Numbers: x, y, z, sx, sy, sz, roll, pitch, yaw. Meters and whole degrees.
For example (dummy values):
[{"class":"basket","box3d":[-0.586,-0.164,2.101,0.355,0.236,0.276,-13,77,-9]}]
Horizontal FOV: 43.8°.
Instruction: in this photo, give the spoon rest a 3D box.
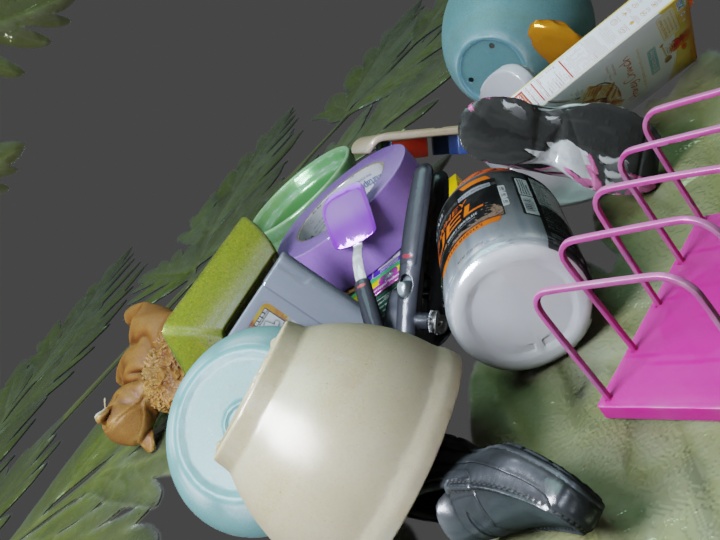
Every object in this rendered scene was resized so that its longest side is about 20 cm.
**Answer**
[{"class":"spoon rest","box3d":[0.186,-0.095,0.926,0.200,0.100,0.061,-37,3,45]}]

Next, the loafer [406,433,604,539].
[{"class":"loafer","box3d":[0.087,0.157,0.608,0.071,0.068,0.200,-57,18,-18]}]

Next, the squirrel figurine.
[{"class":"squirrel figurine","box3d":[-0.280,0.148,1.227,0.199,0.141,0.187,-20,35,51]}]

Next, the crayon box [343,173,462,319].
[{"class":"crayon box","box3d":[0.051,-0.003,1.023,0.199,0.058,0.173,-36,19,18]}]

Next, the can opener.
[{"class":"can opener","box3d":[0.058,-0.007,0.889,0.078,0.063,0.202,6,88,32]}]

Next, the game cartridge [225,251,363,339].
[{"class":"game cartridge","box3d":[-0.080,0.100,0.922,0.201,0.133,0.042,-57,2,-5]}]

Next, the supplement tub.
[{"class":"supplement tub","box3d":[0.130,-0.012,0.793,0.122,0.123,0.200,-35,20,17]}]

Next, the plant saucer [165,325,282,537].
[{"class":"plant saucer","box3d":[-0.104,0.145,0.842,0.198,0.036,0.202,-7,69,18]}]

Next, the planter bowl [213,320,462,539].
[{"class":"planter bowl","box3d":[-0.029,0.122,0.688,0.201,0.134,0.200,-62,4,7]}]

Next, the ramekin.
[{"class":"ramekin","box3d":[-0.064,-0.086,1.357,0.200,0.098,0.200,-37,20,15]}]

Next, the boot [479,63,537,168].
[{"class":"boot","box3d":[0.192,-0.197,1.045,0.096,0.074,0.200,-43,-13,-14]}]

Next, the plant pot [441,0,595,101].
[{"class":"plant pot","box3d":[0.185,-0.285,1.140,0.199,0.200,0.135,-24,23,41]}]

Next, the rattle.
[{"class":"rattle","box3d":[0.297,-0.298,1.070,0.200,0.143,0.130,-51,3,-8]}]

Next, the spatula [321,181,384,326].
[{"class":"spatula","box3d":[0.000,0.000,0.927,0.056,0.021,0.201,-24,57,18]}]

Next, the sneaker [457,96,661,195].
[{"class":"sneaker","box3d":[0.185,-0.125,0.848,0.086,0.198,0.081,-111,36,-81]}]

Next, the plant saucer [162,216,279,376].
[{"class":"plant saucer","box3d":[-0.120,0.074,1.021,0.048,0.201,0.201,0,39,27]}]

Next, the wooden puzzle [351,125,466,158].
[{"class":"wooden puzzle","box3d":[0.095,-0.174,1.213,0.198,0.047,0.185,-11,8,-6]}]

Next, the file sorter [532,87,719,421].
[{"class":"file sorter","box3d":[0.229,-0.016,0.607,0.139,0.126,0.200,-11,36,55]}]

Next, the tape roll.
[{"class":"tape roll","box3d":[-0.005,-0.060,1.069,0.200,0.066,0.200,-38,17,14]}]

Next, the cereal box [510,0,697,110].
[{"class":"cereal box","box3d":[0.259,-0.203,0.948,0.200,0.144,0.040,-39,63,10]}]
